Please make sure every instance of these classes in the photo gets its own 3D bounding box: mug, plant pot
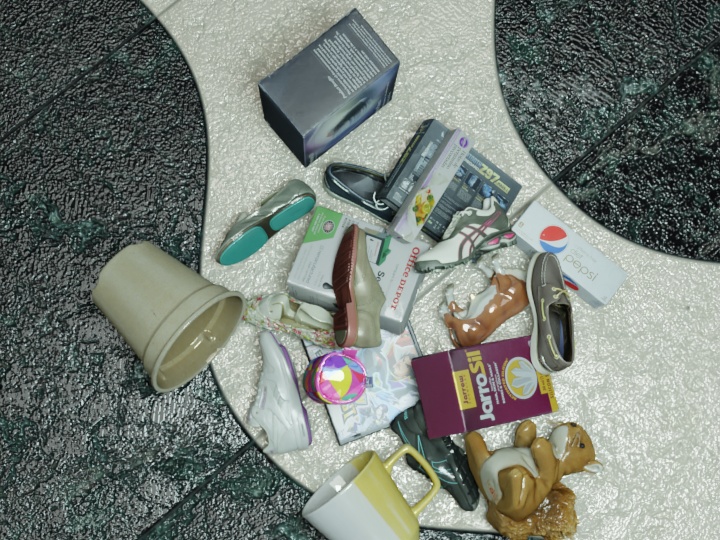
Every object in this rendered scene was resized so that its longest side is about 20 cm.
[{"bbox_3d":[0.025,0.377,1.618,0.186,0.149,0.153,-39,93,28],"label":"mug"},{"bbox_3d":[-0.315,0.057,1.650,0.183,0.201,0.201,40,82,15],"label":"plant pot"}]

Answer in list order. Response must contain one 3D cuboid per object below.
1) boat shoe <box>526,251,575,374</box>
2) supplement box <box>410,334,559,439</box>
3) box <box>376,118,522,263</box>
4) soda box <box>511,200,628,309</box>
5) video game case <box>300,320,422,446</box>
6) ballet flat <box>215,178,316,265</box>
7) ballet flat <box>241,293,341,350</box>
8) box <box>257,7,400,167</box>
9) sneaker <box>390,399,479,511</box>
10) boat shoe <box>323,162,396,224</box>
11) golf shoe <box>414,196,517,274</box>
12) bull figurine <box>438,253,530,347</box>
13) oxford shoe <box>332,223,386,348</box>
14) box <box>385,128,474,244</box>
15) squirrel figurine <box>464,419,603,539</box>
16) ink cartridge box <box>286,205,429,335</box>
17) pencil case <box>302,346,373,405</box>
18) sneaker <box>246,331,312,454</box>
[{"bbox_3d":[0.306,0.062,1.648,0.072,0.059,0.201,15,67,-32],"label":"boat shoe"},{"bbox_3d":[0.197,0.180,1.640,0.199,0.103,0.131,-7,81,-34],"label":"supplement box"},{"bbox_3d":[0.148,-0.130,1.723,0.200,0.051,0.158,34,82,-19],"label":"box"},{"bbox_3d":[0.342,-0.026,1.738,0.200,0.064,0.068,39,81,3],"label":"soda box"},{"bbox_3d":[0.015,0.162,1.715,0.180,0.026,0.201,-20,82,-5],"label":"video game case"},{"bbox_3d":[-0.165,-0.082,1.738,0.200,0.067,0.064,-35,56,-8],"label":"ballet flat"},{"bbox_3d":[-0.104,0.070,1.688,0.199,0.064,0.076,16,50,12],"label":"ballet flat"},{"bbox_3d":[-0.051,-0.289,1.698,0.198,0.200,0.123,-38,85,-6],"label":"box"},{"bbox_3d":[0.123,0.303,1.680,0.079,0.075,0.200,-29,94,21],"label":"sneaker"},{"bbox_3d":[0.034,-0.131,1.744,0.199,0.062,0.075,25,73,0],"label":"boat shoe"},{"bbox_3d":[0.156,-0.051,1.663,0.200,0.077,0.088,-23,96,-33],"label":"golf shoe"},{"bbox_3d":[0.218,0.044,1.711,0.200,0.065,0.121,-43,107,-3],"label":"bull figurine"},{"bbox_3d":[0.001,0.027,1.619,0.075,0.070,0.201,9,71,-23],"label":"oxford shoe"},{"bbox_3d":[0.111,-0.134,1.659,0.039,0.041,0.200,35,78,-17],"label":"box"},{"bbox_3d":[0.288,0.331,1.658,0.186,0.141,0.201,-17,110,-23],"label":"squirrel figurine"},{"bbox_3d":[0.000,0.000,1.695,0.199,0.084,0.147,18,73,7],"label":"ink cartridge box"},{"bbox_3d":[-0.039,0.165,1.600,0.088,0.200,0.089,1,82,-11],"label":"pencil case"},{"bbox_3d":[-0.144,0.199,1.674,0.099,0.075,0.201,-15,88,-2],"label":"sneaker"}]
